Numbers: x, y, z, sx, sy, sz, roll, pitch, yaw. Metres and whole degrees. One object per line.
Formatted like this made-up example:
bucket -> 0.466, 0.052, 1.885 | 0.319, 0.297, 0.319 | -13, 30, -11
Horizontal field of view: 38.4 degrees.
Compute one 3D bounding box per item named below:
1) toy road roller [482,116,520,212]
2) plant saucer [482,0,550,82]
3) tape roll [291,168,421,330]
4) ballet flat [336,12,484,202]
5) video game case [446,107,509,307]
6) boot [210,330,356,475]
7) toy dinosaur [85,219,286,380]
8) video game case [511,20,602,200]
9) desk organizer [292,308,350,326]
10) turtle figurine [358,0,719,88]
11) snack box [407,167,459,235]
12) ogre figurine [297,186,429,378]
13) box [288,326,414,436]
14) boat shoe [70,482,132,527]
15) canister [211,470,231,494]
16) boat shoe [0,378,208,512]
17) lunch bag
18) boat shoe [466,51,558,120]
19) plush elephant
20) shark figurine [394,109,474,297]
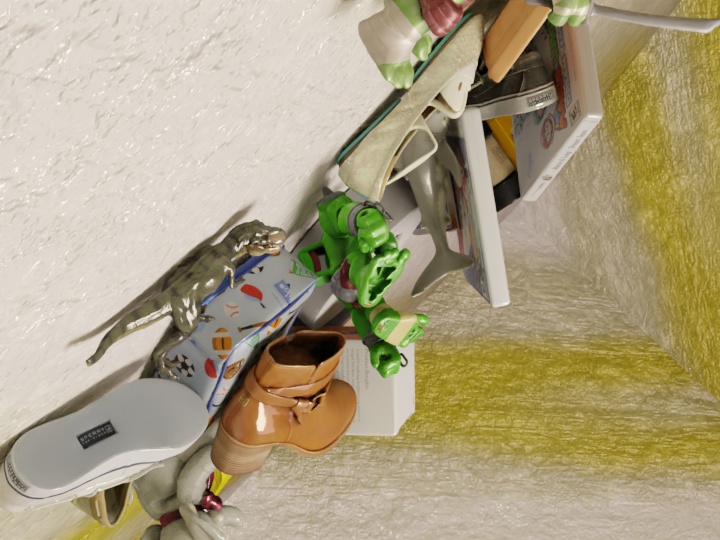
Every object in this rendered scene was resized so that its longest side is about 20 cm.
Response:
toy road roller -> 0.165, -0.144, 1.404 | 0.146, 0.123, 0.200 | -34, -177, 42
plant saucer -> 0.173, -0.268, 0.964 | 0.201, 0.037, 0.200 | -55, -178, 2
tape roll -> -0.010, -0.026, 1.187 | 0.200, 0.066, 0.200 | -47, 173, -7
ballet flat -> 0.061, -0.147, 0.962 | 0.200, 0.062, 0.067 | -48, 173, 4
video game case -> 0.119, -0.074, 1.117 | 0.023, 0.202, 0.182 | -11, -171, -1
boot -> -0.047, 0.114, 1.007 | 0.199, 0.074, 0.155 | -22, 147, -49
toy dinosaur -> -0.140, 0.031, 0.811 | 0.200, 0.047, 0.089 | -42, 157, -34
video game case -> 0.206, -0.206, 1.133 | 0.023, 0.202, 0.182 | 3, 156, -13
desk organizer -> -0.059, 0.062, 1.354 | 0.200, 0.072, 0.077 | -46, 175, -13
turtle figurine -> 0.109, -0.177, 0.654 | 0.193, 0.145, 0.199 | -31, 139, 31
snack box -> 0.084, -0.081, 1.258 | 0.024, 0.073, 0.200 | -12, -178, -6
ogre figurine -> 0.000, 0.000, 1.003 | 0.098, 0.120, 0.200 | -37, 139, -2
box -> -0.043, 0.124, 1.200 | 0.152, 0.198, 0.108 | -10, 99, -79
boat shoe -> -0.236, 0.186, 1.002 | 0.073, 0.063, 0.201 | -40, 170, -46
canister -> -0.186, 0.241, 1.510 | 0.200, 0.086, 0.149 | -42, 171, -46
boat shoe -> -0.219, 0.155, 0.868 | 0.086, 0.075, 0.201 | -43, 167, 35
lunch bag -> -0.125, 0.070, 0.997 | 0.160, 0.075, 0.200 | -43, 171, -46
boat shoe -> 0.153, -0.205, 1.137 | 0.070, 0.064, 0.200 | -22, -170, -17
plush elephant -> -0.204, 0.281, 1.247 | 0.164, 0.156, 0.199 | -25, -176, 44
shark figurine -> 0.057, -0.094, 1.089 | 0.088, 0.217, 0.128 | -8, -161, -9
